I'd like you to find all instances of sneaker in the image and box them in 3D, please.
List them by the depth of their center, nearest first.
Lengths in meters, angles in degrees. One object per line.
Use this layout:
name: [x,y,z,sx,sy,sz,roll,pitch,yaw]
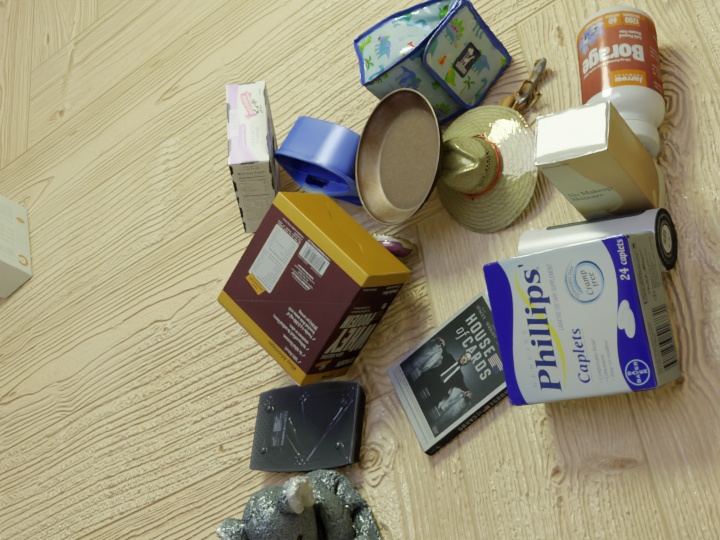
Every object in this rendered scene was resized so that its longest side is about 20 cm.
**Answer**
sneaker: [0.000,0.000,1.627,0.197,0.074,0.092,-11,74,39]

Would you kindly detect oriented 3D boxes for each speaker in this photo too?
speaker: [0.308,-0.027,1.370,0.197,0.081,0.083,-9,62,37]

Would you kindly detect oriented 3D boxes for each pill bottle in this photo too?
pill bottle: [0.356,-0.248,1.420,0.111,0.112,0.204,-17,58,32]

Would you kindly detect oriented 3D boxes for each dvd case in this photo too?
dvd case: [0.140,0.141,1.463,0.199,0.025,0.152,-41,49,17]

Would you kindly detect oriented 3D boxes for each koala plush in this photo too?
koala plush: [-0.091,0.348,1.421,0.176,0.199,0.186,-33,54,22]

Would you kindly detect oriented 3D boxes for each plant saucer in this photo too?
plant saucer: [0.064,-0.166,1.549,0.199,0.036,0.205,-10,78,52]

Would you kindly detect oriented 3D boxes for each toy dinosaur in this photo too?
toy dinosaur: [0.217,-0.236,1.581,0.199,0.061,0.107,-38,28,9]

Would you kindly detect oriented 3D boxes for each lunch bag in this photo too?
lunch bag: [0.116,-0.325,1.619,0.198,0.169,0.129,-29,52,23]

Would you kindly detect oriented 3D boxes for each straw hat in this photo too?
straw hat: [0.156,-0.154,1.520,0.199,0.084,0.206,-6,81,44]

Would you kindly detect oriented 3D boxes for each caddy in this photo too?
caddy: [-0.053,-0.168,1.702,0.198,0.141,0.106,21,76,44]

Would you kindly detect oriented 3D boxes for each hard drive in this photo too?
hard drive: [-0.078,0.241,1.580,0.197,0.042,0.137,-11,62,35]

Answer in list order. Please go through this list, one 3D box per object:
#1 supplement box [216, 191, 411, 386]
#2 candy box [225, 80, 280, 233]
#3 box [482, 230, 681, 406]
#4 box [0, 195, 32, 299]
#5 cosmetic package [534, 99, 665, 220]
supplement box: [-0.071,0.025,1.552,0.197,0.132,0.202,42,112,22]
candy box: [-0.180,-0.191,1.774,0.070,0.201,0.171,-5,58,0]
box: [0.272,0.062,1.289,0.197,0.104,0.188,-13,87,35]
box: [-0.803,-0.061,2.282,0.097,0.124,0.202,-35,50,20]
cosmetic package: [0.310,-0.130,1.336,0.104,0.199,0.072,-10,61,35]
